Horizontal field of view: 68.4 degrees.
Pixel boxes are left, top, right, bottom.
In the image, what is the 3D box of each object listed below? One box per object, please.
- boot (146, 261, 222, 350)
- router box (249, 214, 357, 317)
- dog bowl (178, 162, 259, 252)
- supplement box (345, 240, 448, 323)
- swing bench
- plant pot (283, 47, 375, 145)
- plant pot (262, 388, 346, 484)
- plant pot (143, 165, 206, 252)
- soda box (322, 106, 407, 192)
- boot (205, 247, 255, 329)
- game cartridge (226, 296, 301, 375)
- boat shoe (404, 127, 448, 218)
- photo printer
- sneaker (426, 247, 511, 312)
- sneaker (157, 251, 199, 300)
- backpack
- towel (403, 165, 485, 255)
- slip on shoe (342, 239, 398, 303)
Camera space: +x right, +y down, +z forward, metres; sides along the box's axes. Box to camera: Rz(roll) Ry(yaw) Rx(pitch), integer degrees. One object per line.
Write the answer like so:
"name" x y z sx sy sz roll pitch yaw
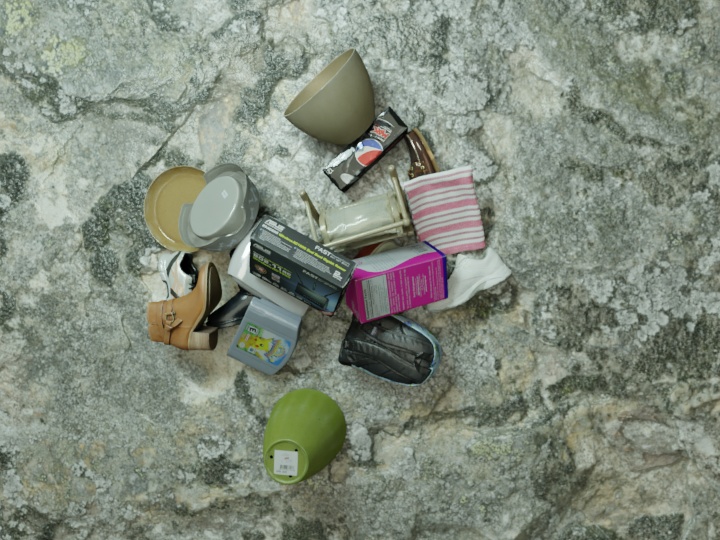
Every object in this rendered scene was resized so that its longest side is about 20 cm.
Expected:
"boot" -0.389 0.076 1.157 0.153 0.074 0.202 6 94 11
"router box" -0.116 -0.004 1.021 0.199 0.150 0.062 28 61 3
"dog bowl" -0.301 -0.131 1.143 0.199 0.059 0.202 -14 61 28
"supplement box" 0.070 0.020 1.097 0.199 0.101 0.104 -13 115 -15
"swing bench" 0.001 -0.110 1.105 0.197 0.200 0.131 -15 82 8
"plant pot" -0.047 -0.346 1.123 0.200 0.201 0.135 -41 115 7
"plant pot" -0.135 0.376 1.152 0.185 0.200 0.189 0 93 6
"plant pot" -0.408 -0.142 1.241 0.198 0.027 0.202 0 92 7
"soda box" 0.012 -0.262 1.165 0.200 0.071 0.063 -43 89 7
"boot" -0.273 0.033 1.209 0.199 0.076 0.169 -15 95 0
"game cartridge" -0.209 0.153 1.173 0.133 0.041 0.200 24 129 -10
"boat shoe" 0.139 -0.207 1.153 0.070 0.070 0.201 -27 90 1
"photo printer" -0.175 -0.010 1.152 0.200 0.069 0.167 36 77 -19
"sneaker" 0.223 0.018 1.163 0.199 0.078 0.100 -29 83 -2
"sneaker" -0.402 0.051 1.219 0.080 0.074 0.201 -17 92 26
"backpack" 0.078 0.167 1.154 0.199 0.154 0.164 19 89 30
"towel" 0.183 -0.117 1.130 0.145 0.030 0.201 -14 122 7
"slip on shoe" 0.000 0.000 1.188 0.200 0.061 0.074 -43 127 6
